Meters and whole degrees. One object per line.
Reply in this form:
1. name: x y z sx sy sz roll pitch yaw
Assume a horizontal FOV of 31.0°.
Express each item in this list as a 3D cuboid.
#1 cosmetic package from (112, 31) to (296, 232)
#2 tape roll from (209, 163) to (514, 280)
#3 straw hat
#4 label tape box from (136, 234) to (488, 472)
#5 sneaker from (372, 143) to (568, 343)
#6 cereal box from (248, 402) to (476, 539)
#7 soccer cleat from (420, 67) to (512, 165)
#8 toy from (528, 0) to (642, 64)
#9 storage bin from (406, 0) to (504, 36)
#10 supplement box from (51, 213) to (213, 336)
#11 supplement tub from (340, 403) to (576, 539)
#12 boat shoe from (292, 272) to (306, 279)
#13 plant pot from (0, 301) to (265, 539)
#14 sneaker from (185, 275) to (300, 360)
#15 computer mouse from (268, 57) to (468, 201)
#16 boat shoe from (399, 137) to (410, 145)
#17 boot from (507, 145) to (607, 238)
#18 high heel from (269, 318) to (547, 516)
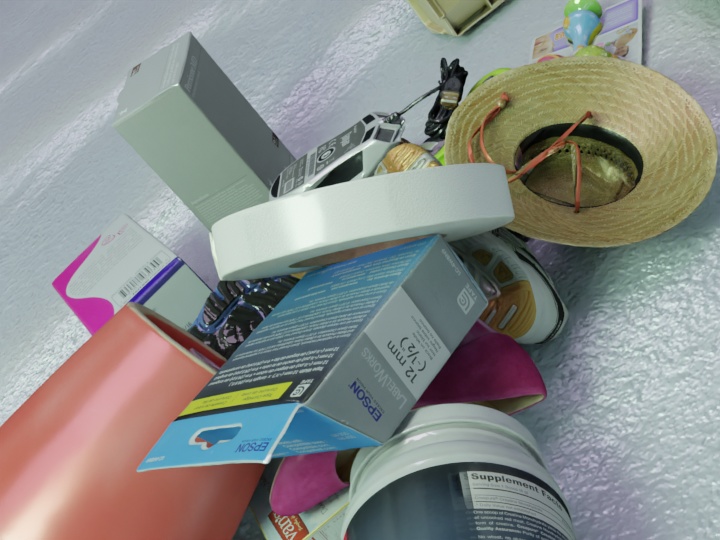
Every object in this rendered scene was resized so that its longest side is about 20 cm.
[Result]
1. cosmetic package: -0.139 -0.115 1.240 0.090 0.200 0.107 -26 35 19
2. tape roll: 0.001 -0.030 0.858 0.202 0.037 0.203 -12 -3 -1
3. straw hat: 0.164 -0.069 0.988 0.200 0.085 0.202 -2 53 3
4. label tape box: -0.029 0.072 0.819 0.143 0.066 0.200 -15 29 49
5. sneaker: 0.079 -0.014 0.978 0.076 0.088 0.200 -48 53 20
6. cereal box: 0.001 0.121 0.968 0.200 0.040 0.144 -39 34 -1
7. soccer cleat: 0.077 -0.094 1.142 0.200 0.068 0.081 -47 -6 9
8. toy: 0.187 -0.176 1.143 0.115 0.047 0.200 -18 37 30
9. storage bin: 0.107 -0.378 1.335 0.200 0.199 0.094 -38 16 -1
10. supplement box: -0.197 0.033 1.189 0.101 0.103 0.200 -45 28 -7
11. supplement tub: 0.061 0.188 0.736 0.140 0.140 0.200 -28 34 15
12. boat shoe: 0.000 0.000 1.045 0.200 0.069 0.074 39 110 61
13. plant pot: -0.158 0.134 0.928 0.178 0.200 0.200 -55 35 -3
14. sneaker: -0.114 0.066 1.089 0.200 0.079 0.075 -37 67 -26
15. computer mouse: 0.010 -0.102 1.106 0.200 0.044 0.110 -31 26 19
16. boat shoe: -0.023 -0.056 1.173 0.202 0.075 0.075 -50 35 -18
17. boot: 0.143 -0.098 1.068 0.200 0.074 0.075 -45 22 3
18. high heel: 0.030 0.115 0.877 0.200 0.067 0.096 -41 57 -4
